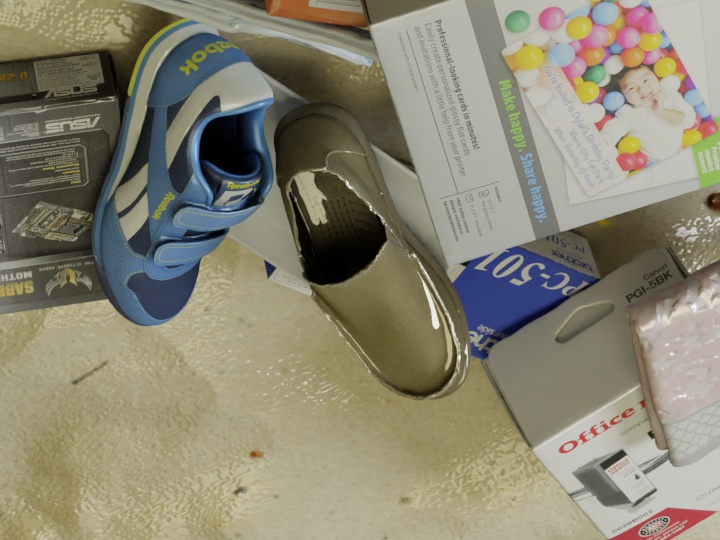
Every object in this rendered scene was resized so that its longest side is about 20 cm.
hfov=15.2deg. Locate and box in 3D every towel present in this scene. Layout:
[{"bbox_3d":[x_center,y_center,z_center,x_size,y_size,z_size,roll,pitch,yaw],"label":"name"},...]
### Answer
[{"bbox_3d":[0.261,0.031,1.637,0.199,0.032,0.191,-26,148,-4],"label":"towel"}]

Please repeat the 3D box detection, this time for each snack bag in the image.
[{"bbox_3d":[-0.030,-0.128,1.457,0.188,0.199,0.021,2,104,-67],"label":"snack bag"}]

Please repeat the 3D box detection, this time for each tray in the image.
[{"bbox_3d":[-0.033,-0.050,1.621,0.200,0.022,0.107,33,119,-5],"label":"tray"}]

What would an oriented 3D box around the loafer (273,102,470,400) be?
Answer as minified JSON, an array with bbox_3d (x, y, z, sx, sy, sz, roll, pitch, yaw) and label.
[{"bbox_3d":[0.000,0.000,1.587,0.076,0.067,0.200,-22,110,23],"label":"loafer"}]

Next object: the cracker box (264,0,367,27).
[{"bbox_3d":[-0.019,-0.236,1.383,0.057,0.200,0.134,6,128,-17],"label":"cracker box"}]

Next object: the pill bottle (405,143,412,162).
[{"bbox_3d":[0.090,-0.145,1.553,0.112,0.112,0.200,-3,132,-12],"label":"pill bottle"}]

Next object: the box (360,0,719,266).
[{"bbox_3d":[0.115,-0.098,1.331,0.199,0.041,0.156,-17,128,2],"label":"box"}]

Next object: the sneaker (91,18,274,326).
[{"bbox_3d":[-0.100,-0.044,1.571,0.074,0.082,0.201,-23,137,-43],"label":"sneaker"}]

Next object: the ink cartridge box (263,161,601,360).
[{"bbox_3d":[0.045,-0.007,1.709,0.199,0.044,0.094,20,124,-29],"label":"ink cartridge box"}]

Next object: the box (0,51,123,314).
[{"bbox_3d":[-0.237,-0.043,1.603,0.199,0.048,0.159,-8,133,-7],"label":"box"}]

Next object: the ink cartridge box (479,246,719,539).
[{"bbox_3d":[0.188,0.092,1.773,0.147,0.083,0.200,-32,144,8],"label":"ink cartridge box"}]
